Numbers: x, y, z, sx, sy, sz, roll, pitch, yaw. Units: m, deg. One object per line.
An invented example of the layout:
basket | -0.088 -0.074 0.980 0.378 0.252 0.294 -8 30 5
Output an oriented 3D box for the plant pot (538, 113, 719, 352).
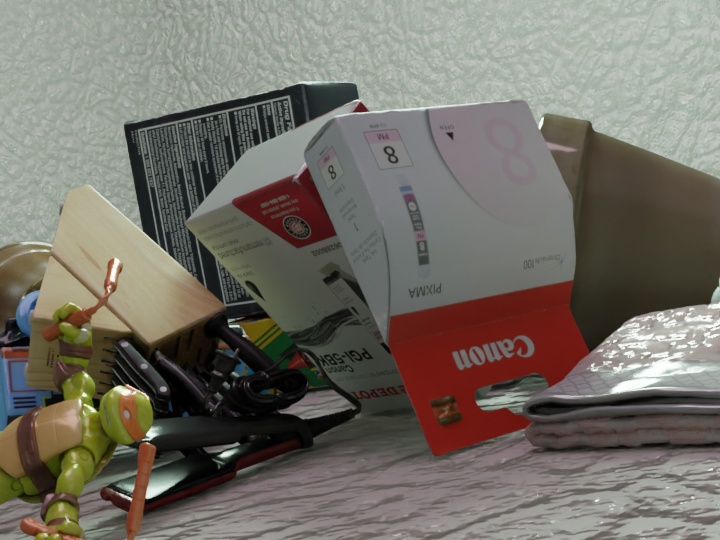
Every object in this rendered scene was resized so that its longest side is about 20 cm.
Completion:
plant pot | 0.211 -0.010 0.970 0.173 0.201 0.200 9 5 11

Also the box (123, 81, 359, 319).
box | -0.094 -0.061 1.187 0.198 0.201 0.123 -8 4 27

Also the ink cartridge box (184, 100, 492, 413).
ink cartridge box | 0.000 0.000 0.862 0.147 0.200 0.083 -16 31 53

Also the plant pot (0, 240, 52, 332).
plant pot | -0.427 0.064 1.725 0.199 0.201 0.198 -10 9 -28

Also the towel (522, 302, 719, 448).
towel | 0.213 0.049 0.698 0.199 0.032 0.191 -7 11 35

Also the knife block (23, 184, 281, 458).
knife block | -0.130 0.037 0.849 0.175 0.064 0.200 10 38 -10

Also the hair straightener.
hair straightener | -0.067 0.085 0.749 0.041 0.077 0.200 16 15 40

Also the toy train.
toy train | -0.174 0.078 0.916 0.199 0.115 0.087 -1 -38 -22

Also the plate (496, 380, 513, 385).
plate | 0.047 0.019 1.043 0.032 0.200 0.200 -46 -3 6

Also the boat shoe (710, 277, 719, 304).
boat shoe | 0.267 0.028 0.822 0.200 0.072 0.070 -10 2 21

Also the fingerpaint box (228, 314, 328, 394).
fingerpaint box | -0.026 0.064 1.215 0.166 0.074 0.200 -9 1 16

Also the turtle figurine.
turtle figurine | -0.172 0.088 0.660 0.161 0.201 0.065 -20 -44 7

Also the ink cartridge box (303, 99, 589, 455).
ink cartridge box | 0.073 -0.006 0.763 0.162 0.201 0.057 -10 -25 -38
